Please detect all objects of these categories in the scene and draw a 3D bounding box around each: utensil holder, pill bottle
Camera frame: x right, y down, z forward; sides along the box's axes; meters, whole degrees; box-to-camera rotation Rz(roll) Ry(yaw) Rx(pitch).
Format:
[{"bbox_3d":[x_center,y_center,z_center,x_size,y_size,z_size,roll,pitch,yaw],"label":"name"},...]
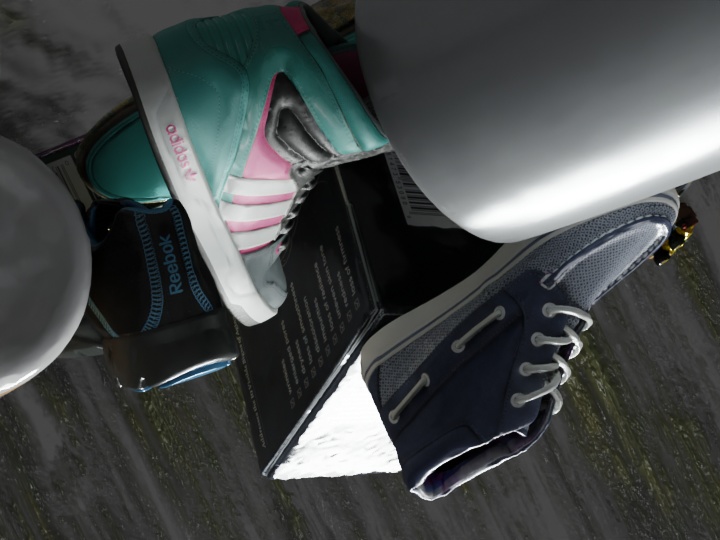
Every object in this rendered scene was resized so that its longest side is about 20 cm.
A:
[{"bbox_3d":[0.122,-0.115,0.601,0.200,0.170,0.170,-23,-178,36],"label":"utensil holder"},{"bbox_3d":[-0.204,0.014,0.629,0.116,0.116,0.200,-26,-179,-29],"label":"pill bottle"}]

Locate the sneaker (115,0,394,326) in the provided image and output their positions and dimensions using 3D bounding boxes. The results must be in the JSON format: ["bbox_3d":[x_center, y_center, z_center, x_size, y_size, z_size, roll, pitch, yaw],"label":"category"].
[{"bbox_3d":[-0.032,-0.056,0.659,0.121,0.084,0.200,-22,147,-4],"label":"sneaker"}]

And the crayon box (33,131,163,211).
[{"bbox_3d":[-0.155,-0.045,0.838,0.200,0.058,0.173,-26,-179,-27],"label":"crayon box"}]

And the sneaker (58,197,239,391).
[{"bbox_3d":[-0.117,0.001,0.663,0.073,0.082,0.200,-16,-168,-30],"label":"sneaker"}]

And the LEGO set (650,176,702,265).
[{"bbox_3d":[0.167,-0.106,0.829,0.116,0.200,0.154,-27,156,-21],"label":"LEGO set"}]

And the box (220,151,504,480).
[{"bbox_3d":[0.000,0.000,0.883,0.124,0.200,0.197,2,144,-28],"label":"box"}]

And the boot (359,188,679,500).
[{"bbox_3d":[0.093,0.037,0.713,0.200,0.090,0.073,-38,142,22],"label":"boot"}]

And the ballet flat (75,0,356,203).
[{"bbox_3d":[-0.053,-0.095,0.715,0.200,0.071,0.071,-24,-179,5],"label":"ballet flat"}]
